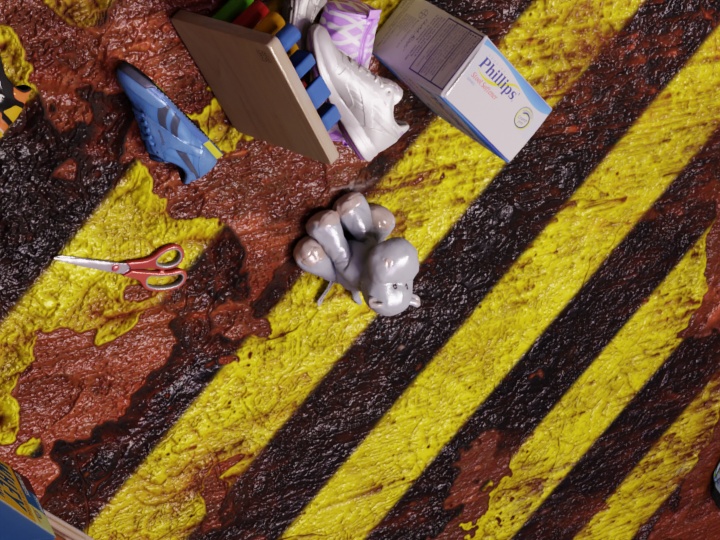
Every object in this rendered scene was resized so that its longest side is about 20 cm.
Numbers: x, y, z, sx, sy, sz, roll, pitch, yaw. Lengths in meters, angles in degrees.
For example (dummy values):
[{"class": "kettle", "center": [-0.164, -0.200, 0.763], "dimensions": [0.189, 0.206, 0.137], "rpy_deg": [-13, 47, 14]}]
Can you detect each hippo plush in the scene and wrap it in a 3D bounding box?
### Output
[{"class": "hippo plush", "center": [0.000, 0.000, 1.847], "dimensions": [0.158, 0.161, 0.201], "rpy_deg": [0, 117, -35]}]

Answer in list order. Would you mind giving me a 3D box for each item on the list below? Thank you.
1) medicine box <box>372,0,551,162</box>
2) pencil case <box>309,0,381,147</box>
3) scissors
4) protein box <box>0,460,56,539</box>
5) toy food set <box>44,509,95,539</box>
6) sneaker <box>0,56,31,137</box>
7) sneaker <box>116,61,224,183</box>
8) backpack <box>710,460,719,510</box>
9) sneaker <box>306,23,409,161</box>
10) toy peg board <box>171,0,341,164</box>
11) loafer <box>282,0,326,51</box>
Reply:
[{"class": "medicine box", "center": [0.138, -0.270, 1.744], "dimensions": [0.103, 0.200, 0.182], "rpy_deg": [-50, 133, 3]}, {"class": "pencil case", "center": [-0.025, -0.271, 1.710], "dimensions": [0.083, 0.085, 0.201], "rpy_deg": [-12, 123, -35]}, {"class": "scissors", "center": [-0.330, 0.003, 1.722], "dimensions": [0.199, 0.014, 0.074], "rpy_deg": [-7, 123, -33]}, {"class": "protein box", "center": [-0.567, 0.351, 1.697], "dimensions": [0.200, 0.135, 0.199], "rpy_deg": [-43, 133, -3]}, {"class": "toy food set", "center": [-0.486, 0.441, 1.858], "dimensions": [0.143, 0.060, 0.200], "rpy_deg": [-44, 136, -3]}, {"class": "sneaker", "center": [-0.466, -0.245, 1.445], "dimensions": [0.090, 0.070, 0.200], "rpy_deg": [-53, 135, -15]}, {"class": "sneaker", "center": [-0.261, -0.185, 1.617], "dimensions": [0.078, 0.066, 0.200], "rpy_deg": [-42, 133, 0]}, {"class": "backpack", "center": [0.876, 0.428, 2.752], "dimensions": [0.162, 0.154, 0.200], "rpy_deg": [2, 139, -33]}, {"class": "sneaker", "center": [-0.005, -0.247, 1.651], "dimensions": [0.099, 0.075, 0.201], "rpy_deg": [-29, 119, 2]}, {"class": "toy peg board", "center": [-0.110, -0.260, 1.596], "dimensions": [0.098, 0.198, 0.200], "rpy_deg": [-49, 135, -20]}, {"class": "loafer", "center": [-0.061, -0.374, 1.628], "dimensions": [0.069, 0.070, 0.201], "rpy_deg": [4, 116, -17]}]
